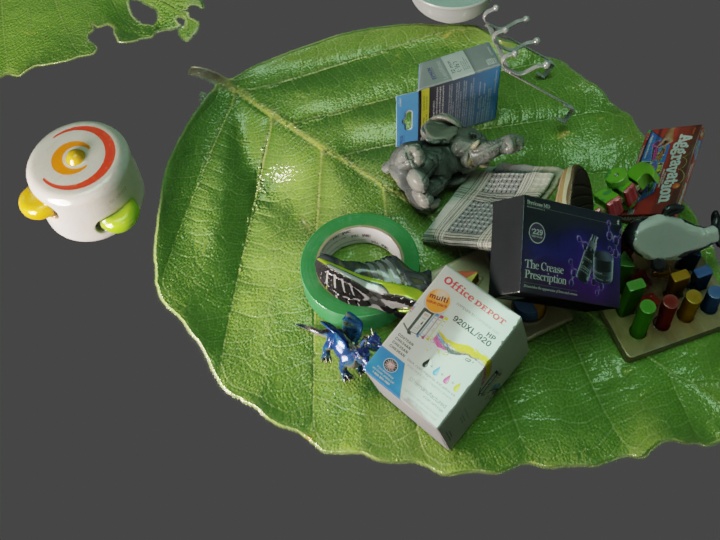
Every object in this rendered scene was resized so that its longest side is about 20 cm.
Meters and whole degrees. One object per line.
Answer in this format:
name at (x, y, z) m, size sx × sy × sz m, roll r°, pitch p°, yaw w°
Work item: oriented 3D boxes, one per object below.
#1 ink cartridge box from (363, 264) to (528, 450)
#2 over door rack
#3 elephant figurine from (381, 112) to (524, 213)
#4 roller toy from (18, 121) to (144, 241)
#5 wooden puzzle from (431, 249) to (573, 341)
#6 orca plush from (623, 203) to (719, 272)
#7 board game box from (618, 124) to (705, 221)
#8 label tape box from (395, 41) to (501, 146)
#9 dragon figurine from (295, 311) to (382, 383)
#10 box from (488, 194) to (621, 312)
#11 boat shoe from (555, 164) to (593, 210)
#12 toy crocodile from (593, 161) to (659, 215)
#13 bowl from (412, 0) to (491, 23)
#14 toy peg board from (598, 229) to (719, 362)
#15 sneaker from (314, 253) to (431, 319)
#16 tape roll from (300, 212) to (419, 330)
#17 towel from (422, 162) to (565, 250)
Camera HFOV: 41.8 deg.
ink cartridge box at (0.130, 0.129, 1.390) m, size 0.146 × 0.145 × 0.201 m, roll 36°, pitch 80°, yaw 24°
over door rack at (0.309, -0.376, 1.679) m, size 0.066 × 0.199 × 0.149 m, roll -37°, pitch 42°, yaw 27°
elephant figurine at (0.156, -0.199, 1.627) m, size 0.198 × 0.142 × 0.156 m, roll -34°, pitch 76°, yaw -9°
roller toy at (-0.479, -0.159, 1.636) m, size 0.196 × 0.141 × 0.185 m, roll -1°, pitch 57°, yaw 4°
wooden puzzle at (0.219, 0.037, 1.523) m, size 0.197 × 0.047 × 0.187 m, roll -22°, pitch 59°, yaw -10°
orca plush at (0.474, -0.065, 1.463) m, size 0.197 × 0.107 × 0.071 m, roll -18°, pitch 27°, yaw -22°
board game box at (0.516, -0.167, 1.617) m, size 0.102 × 0.019 × 0.202 m, roll 0°, pitch 52°, yaw 41°
label tape box at (0.147, -0.311, 1.686) m, size 0.197 × 0.144 × 0.067 m, roll -17°, pitch 59°, yaw -7°
dragon figurine at (-0.028, 0.102, 1.455) m, size 0.058 × 0.101 × 0.200 m, roll -17°, pitch 40°, yaw -28°
box at (0.290, -0.022, 1.393) m, size 0.197 × 0.078 × 0.144 m, roll 8°, pitch 78°, yaw -30°
boat shoe at (0.324, -0.068, 1.511) m, size 0.076 × 0.071 × 0.204 m, roll -7°, pitch 72°, yaw 49°
toy crocodile at (0.408, -0.109, 1.570) m, size 0.199 × 0.068 × 0.062 m, roll -35°, pitch 36°, yaw -4°
bowl at (0.181, -0.557, 1.868) m, size 0.197 × 0.091 × 0.204 m, roll -1°, pitch 58°, yaw 2°
toy peg board at (0.473, 0.009, 1.492) m, size 0.196 × 0.098 × 0.202 m, roll -18°, pitch 59°, yaw -7°
sneaker at (0.023, 0.013, 1.488) m, size 0.197 × 0.074 × 0.082 m, roll 20°, pitch 54°, yaw 7°
tape roll at (0.000, 0.000, 1.559) m, size 0.196 × 0.048 × 0.203 m, roll -2°, pitch 58°, yaw 3°
towel at (0.219, -0.112, 1.568) m, size 0.200 × 0.035 × 0.191 m, roll -48°, pitch 31°, yaw -23°
